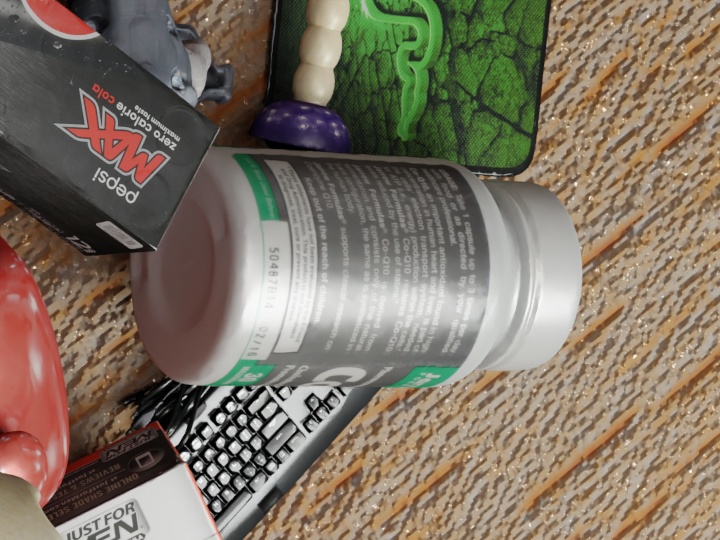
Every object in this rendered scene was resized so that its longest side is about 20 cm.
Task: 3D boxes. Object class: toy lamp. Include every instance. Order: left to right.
[{"bbox_3d":[-0.009,-0.158,1.381,0.058,0.058,0.200,11,94,-28],"label":"toy lamp"}]

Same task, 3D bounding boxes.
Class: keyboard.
[{"bbox_3d":[-0.068,0.084,1.397,0.200,0.040,0.104,-48,115,-15],"label":"keyboard"}]

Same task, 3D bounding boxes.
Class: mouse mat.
[{"bbox_3d":[0.030,-0.151,1.436,0.161,0.008,0.200,4,94,-28],"label":"mouse mat"}]

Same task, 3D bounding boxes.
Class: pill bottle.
[{"bbox_3d":[0.000,0.000,1.360,0.200,0.113,0.113,2,96,-32],"label":"pill bottle"}]

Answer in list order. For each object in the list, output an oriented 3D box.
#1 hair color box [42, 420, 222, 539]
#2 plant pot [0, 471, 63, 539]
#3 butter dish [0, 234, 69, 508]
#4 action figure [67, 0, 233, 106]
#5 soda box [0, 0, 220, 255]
[{"bbox_3d":[-0.096,0.185,1.363,0.101,0.061,0.200,-26,114,-7],"label":"hair color box"},{"bbox_3d":[-0.221,0.134,1.091,0.183,0.200,0.200,12,91,-31],"label":"plant pot"},{"bbox_3d":[-0.196,0.066,1.232,0.200,0.148,0.199,-34,135,-34],"label":"butter dish"},{"bbox_3d":[-0.141,-0.125,1.300,0.200,0.105,0.194,-10,92,-27],"label":"action figure"},{"bbox_3d":[-0.160,-0.087,1.204,0.200,0.063,0.071,37,68,-30],"label":"soda box"}]
